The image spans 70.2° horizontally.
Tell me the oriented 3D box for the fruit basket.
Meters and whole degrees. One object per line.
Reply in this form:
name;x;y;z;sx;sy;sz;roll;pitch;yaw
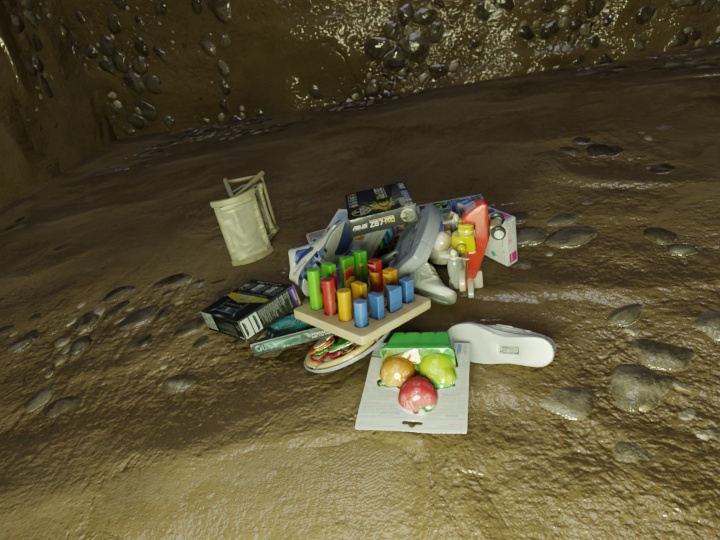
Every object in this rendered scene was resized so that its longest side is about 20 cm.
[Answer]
fruit basket;0.097;0.199;0.886;0.182;0.095;0.201;-4;41;16

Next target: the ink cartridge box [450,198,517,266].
ink cartridge box;0.299;-0.101;1.256;0.042;0.121;0.199;-27;33;-22

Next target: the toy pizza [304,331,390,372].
toy pizza;-0.027;0.132;1.014;0.198;0.032;0.200;-26;13;7

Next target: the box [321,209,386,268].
box;-0.031;-0.066;1.278;0.154;0.041;0.201;8;54;34

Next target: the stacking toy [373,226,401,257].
stacking toy;0.032;-0.070;1.333;0.085;0.086;0.201;12;56;36

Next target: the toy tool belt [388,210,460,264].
toy tool belt;0.162;-0.097;1.291;0.198;0.125;0.125;8;29;32

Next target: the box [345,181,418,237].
box;0.046;-0.151;1.234;0.159;0.050;0.201;-11;25;2

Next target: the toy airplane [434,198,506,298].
toy airplane;0.221;-0.042;1.118;0.139;0.202;0.200;14;-10;3

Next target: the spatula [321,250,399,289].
spatula;0.000;0.000;1.141;0.198;0.057;0.021;-23;37;21

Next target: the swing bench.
swing bench;-0.331;-0.154;1.500;0.128;0.201;0.201;-10;31;4

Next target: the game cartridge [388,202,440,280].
game cartridge;0.120;-0.059;1.131;0.041;0.133;0.201;32;43;-9

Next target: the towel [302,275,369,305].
towel;-0.039;0.061;1.199;0.197;0.037;0.149;-4;31;18

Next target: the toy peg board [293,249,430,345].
toy peg board;0.000;0.038;1.002;0.198;0.099;0.199;15;28;43

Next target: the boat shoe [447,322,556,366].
boat shoe;0.261;0.133;0.951;0.198;0.072;0.070;2;6;30

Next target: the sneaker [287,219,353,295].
sneaker;-0.111;-0.043;1.212;0.114;0.081;0.200;20;67;37

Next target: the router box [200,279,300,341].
router box;-0.256;0.086;1.183;0.157;0.053;0.199;-35;24;-32

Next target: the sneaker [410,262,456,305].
sneaker;0.142;0.014;1.148;0.199;0.070;0.081;27;79;45

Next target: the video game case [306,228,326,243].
video game case;-0.047;-0.084;1.452;0.197;0.024;0.183;-16;31;-4

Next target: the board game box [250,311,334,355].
board game box;-0.120;0.116;1.083;0.197;0.028;0.135;-16;15;16

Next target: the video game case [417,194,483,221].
video game case;0.265;-0.156;1.456;0.197;0.022;0.183;-10;31;6
